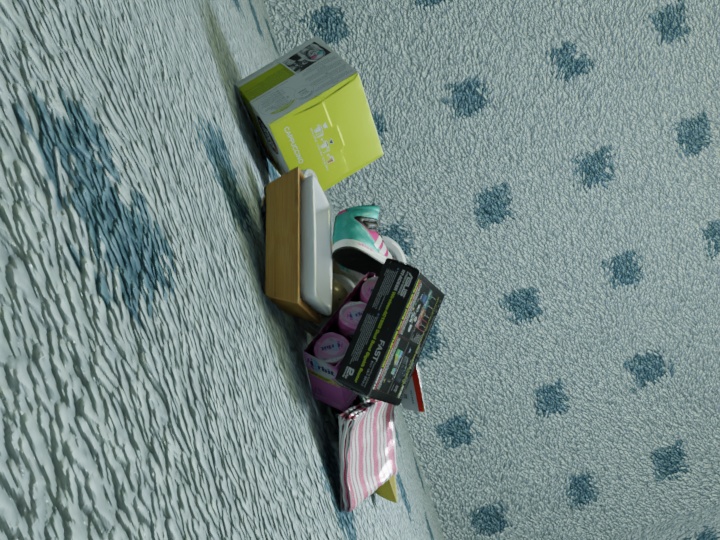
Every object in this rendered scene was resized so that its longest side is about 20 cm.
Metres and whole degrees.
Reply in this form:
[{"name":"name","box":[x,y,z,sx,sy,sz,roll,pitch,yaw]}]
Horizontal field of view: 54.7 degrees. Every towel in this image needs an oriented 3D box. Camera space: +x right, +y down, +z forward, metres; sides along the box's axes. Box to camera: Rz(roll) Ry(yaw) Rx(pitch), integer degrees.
[{"name":"towel","box":[0.019,0.283,1.115,0.199,0.029,0.149,-6,95,-64]}]

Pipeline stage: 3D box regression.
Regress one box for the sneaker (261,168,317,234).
[{"name":"sneaker","box":[-0.131,-0.086,1.201,0.079,0.078,0.202,58,36,-43]}]

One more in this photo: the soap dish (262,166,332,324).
[{"name":"soap dish","box":[-0.093,-0.032,1.054,0.157,0.080,0.204,61,28,-74]}]

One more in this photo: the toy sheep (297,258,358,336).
[{"name":"toy sheep","box":[-0.054,0.057,1.221,0.200,0.136,0.140,87,-15,-76]}]

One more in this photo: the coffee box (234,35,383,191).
[{"name":"coffee box","box":[-0.100,-0.299,1.382,0.198,0.198,0.201,51,-11,44]}]

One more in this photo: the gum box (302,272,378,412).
[{"name":"gum box","box":[-0.004,0.109,1.120,0.200,0.065,0.115,-50,147,-35]}]

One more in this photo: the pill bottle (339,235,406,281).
[{"name":"pill bottle","box":[0.000,0.000,1.333,0.199,0.109,0.113,-13,-83,66]}]

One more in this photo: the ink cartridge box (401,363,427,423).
[{"name":"ink cartridge box","box":[0.082,0.178,1.270,0.200,0.046,0.163,-70,149,-85]}]

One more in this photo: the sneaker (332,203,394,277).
[{"name":"sneaker","box":[0.018,-0.048,1.187,0.199,0.083,0.123,34,46,-49]}]

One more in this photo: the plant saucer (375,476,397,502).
[{"name":"plant saucer","box":[0.023,0.371,1.491,0.200,0.048,0.203,-87,160,-82]}]

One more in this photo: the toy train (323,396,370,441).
[{"name":"toy train","box":[-0.017,0.249,1.209,0.114,0.084,0.202,-120,-172,-53]}]

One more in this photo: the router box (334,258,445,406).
[{"name":"router box","box":[0.049,0.099,1.067,0.203,0.061,0.150,-67,155,-6]}]
